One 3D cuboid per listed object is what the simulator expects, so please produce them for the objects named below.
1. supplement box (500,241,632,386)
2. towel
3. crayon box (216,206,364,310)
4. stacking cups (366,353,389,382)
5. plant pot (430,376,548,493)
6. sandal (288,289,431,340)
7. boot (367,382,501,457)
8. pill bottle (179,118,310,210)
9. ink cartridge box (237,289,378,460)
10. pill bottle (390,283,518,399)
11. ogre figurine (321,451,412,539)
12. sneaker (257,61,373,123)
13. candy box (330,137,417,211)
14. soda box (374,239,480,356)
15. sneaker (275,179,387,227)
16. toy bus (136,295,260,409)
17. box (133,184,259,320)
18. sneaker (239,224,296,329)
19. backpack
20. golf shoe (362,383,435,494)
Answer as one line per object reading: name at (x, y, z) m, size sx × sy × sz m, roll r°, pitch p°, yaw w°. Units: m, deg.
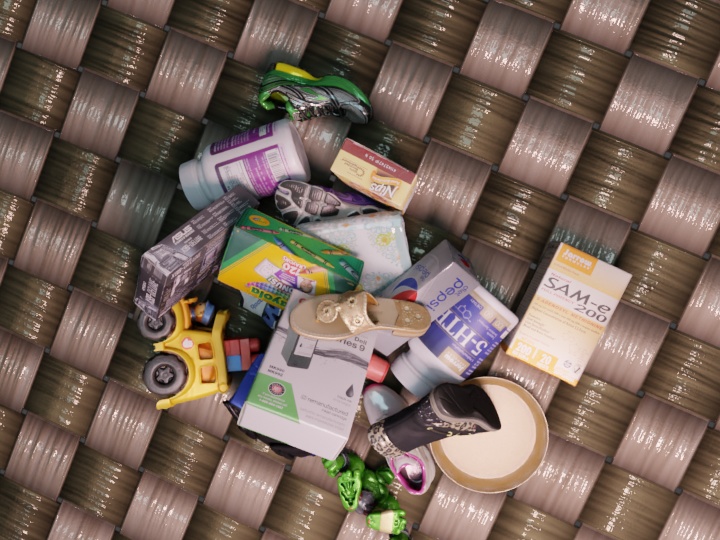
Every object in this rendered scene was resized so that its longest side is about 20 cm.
supplement box at (0.330, 0.067, 0.994) m, size 0.126 × 0.074 × 0.201 m, roll 25°, pitch 95°, yaw 3°
towel at (0.000, 0.000, 0.995) m, size 0.170 × 0.048 × 0.201 m, roll -9°, pitch 125°, yaw 6°
crayon box at (-0.109, 0.000, 0.942) m, size 0.199 × 0.058 × 0.119 m, roll 25°, pitch 131°, yaw -6°
stacking cups at (-0.046, 0.133, 1.045) m, size 0.199 × 0.061 × 0.061 m, roll 24°, pitch 96°, yaw 4°
plant pot at (0.217, 0.278, 1.043) m, size 0.199 × 0.027 × 0.201 m, roll 0°, pitch 94°, yaw 7°
sandal at (0.008, 0.051, 0.869) m, size 0.211 × 0.070 × 0.078 m, roll 4°, pitch 52°, yaw -16°
boot at (0.121, 0.243, 0.972) m, size 0.154 × 0.203 × 0.074 m, roll -34°, pitch 56°, yaw 25°
pill bottle at (-0.193, -0.169, 1.017) m, size 0.199 × 0.112 × 0.113 m, roll -17°, pitch 92°, yaw 7°
ink cartridge box at (-0.069, 0.143, 0.873) m, size 0.145 × 0.200 × 0.084 m, roll 21°, pitch 140°, yaw -3°
pill bottle at (0.147, 0.113, 0.994) m, size 0.120 × 0.120 × 0.200 m, roll 41°, pitch 97°, yaw 2°
ogre figurine at (0.013, 0.375, 1.025) m, size 0.200 × 0.120 × 0.098 m, roll 30°, pitch 92°, yaw 2°
sneaker at (-0.074, -0.273, 1.006) m, size 0.199 × 0.078 × 0.085 m, roll 16°, pitch 65°, yaw 11°
candy box at (0.026, -0.141, 0.950) m, size 0.115 × 0.200 × 0.055 m, roll 29°, pitch 95°, yaw 3°
soda box at (0.086, 0.046, 0.964) m, size 0.200 × 0.064 × 0.068 m, roll -40°, pitch 121°, yaw 21°
sneaker at (-0.045, -0.101, 1.008) m, size 0.199 × 0.084 × 0.081 m, roll 16°, pitch 114°, yaw -16°
toy bus at (-0.269, 0.120, 1.042) m, size 0.191 × 0.136 × 0.201 m, roll -8°, pitch 90°, yaw -7°
box at (-0.256, -0.027, 0.954) m, size 0.050 × 0.158 × 0.200 m, roll 42°, pitch 54°, yaw 3°
sneaker at (-0.159, -0.010, 1.038) m, size 0.115 × 0.081 × 0.200 m, roll 22°, pitch 96°, yaw 3°
backpack at (-0.110, 0.216, 0.993) m, size 0.162 × 0.200 × 0.168 m, roll 34°, pitch 64°, yaw 7°
golf shoe at (0.065, 0.284, 1.029) m, size 0.075 × 0.092 × 0.200 m, roll -31°, pitch 89°, yaw 9°
